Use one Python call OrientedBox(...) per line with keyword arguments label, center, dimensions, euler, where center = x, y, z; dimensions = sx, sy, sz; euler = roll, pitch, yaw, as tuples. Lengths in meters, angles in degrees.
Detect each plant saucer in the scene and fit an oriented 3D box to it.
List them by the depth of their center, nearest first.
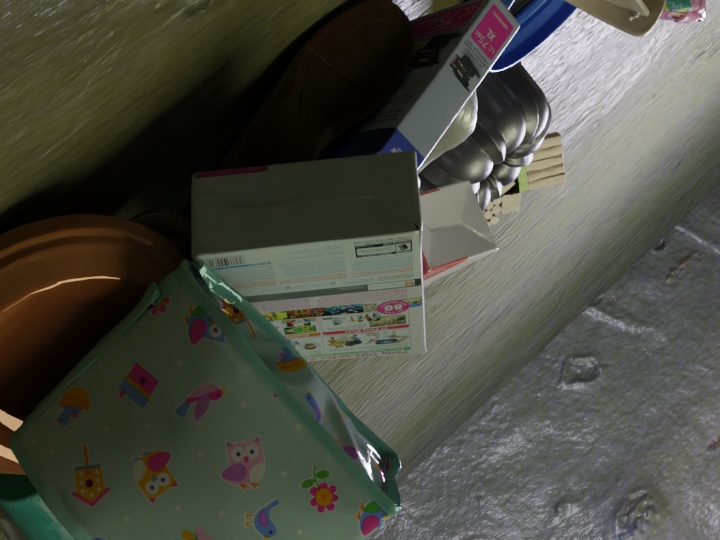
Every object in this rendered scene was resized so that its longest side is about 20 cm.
OrientedBox(label="plant saucer", center=(-0.188, 0.057, 1.043), dimensions=(0.199, 0.038, 0.201), euler=(-16, 131, -19))

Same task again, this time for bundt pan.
OrientedBox(label="bundt pan", center=(0.114, -0.116, 1.626), dimensions=(0.202, 0.076, 0.202), euler=(-44, 168, -12))

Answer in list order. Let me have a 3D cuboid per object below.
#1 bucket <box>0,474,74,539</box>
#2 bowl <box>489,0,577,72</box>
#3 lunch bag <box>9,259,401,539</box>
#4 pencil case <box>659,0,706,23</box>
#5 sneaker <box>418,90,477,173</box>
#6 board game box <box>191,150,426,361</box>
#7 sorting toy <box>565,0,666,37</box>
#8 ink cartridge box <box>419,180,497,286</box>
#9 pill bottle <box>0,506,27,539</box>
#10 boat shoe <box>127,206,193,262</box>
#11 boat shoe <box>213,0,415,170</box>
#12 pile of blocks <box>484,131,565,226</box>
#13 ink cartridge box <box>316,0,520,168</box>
OrientedBox(label="bucket", center=(-0.168, 0.148, 1.230), dimensions=(0.206, 0.135, 0.208), euler=(-32, -156, 16))
OrientedBox(label="bowl", center=(0.163, -0.260, 1.419), dimensions=(0.201, 0.039, 0.201), euler=(-43, 167, -12))
OrientedBox(label="lunch bag", center=(-0.098, 0.115, 1.030), dimensions=(0.170, 0.200, 0.122), euler=(-43, -172, 9))
OrientedBox(label="pencil case", center=(0.268, -0.307, 1.354), dimensions=(0.087, 0.087, 0.201), euler=(-15, 120, -66))
OrientedBox(label="sneaker", center=(0.015, -0.101, 1.340), dimensions=(0.199, 0.072, 0.073), euler=(-33, -143, 28))
OrientedBox(label="board game box", center=(-0.030, -0.001, 1.117), dimensions=(0.146, 0.065, 0.200), euler=(-5, 154, 0))
OrientedBox(label="sorting toy", center=(0.187, -0.305, 1.245), dimensions=(0.181, 0.106, 0.200), euler=(-62, 151, -1))
OrientedBox(label="ink cartridge box", center=(0.000, 0.000, 1.373), dimensions=(0.199, 0.068, 0.116), euler=(-28, 174, 34))
OrientedBox(label="pill bottle", center=(-0.205, 0.170, 1.390), dimensions=(0.200, 0.114, 0.114), euler=(-40, 166, -23))
OrientedBox(label="boat shoe", center=(-0.188, 0.031, 1.111), dimensions=(0.200, 0.072, 0.068), euler=(-39, -165, 6))
OrientedBox(label="boat shoe", center=(-0.041, -0.116, 1.182), dimensions=(0.200, 0.072, 0.072), euler=(-53, -160, -16))
OrientedBox(label="pile of blocks", center=(0.137, -0.094, 1.843), dimensions=(0.199, 0.082, 0.062), euler=(-37, -150, -2))
OrientedBox(label="ink cartridge box", center=(0.024, -0.114, 1.209), dimensions=(0.119, 0.042, 0.201), euler=(-8, -136, 55))
